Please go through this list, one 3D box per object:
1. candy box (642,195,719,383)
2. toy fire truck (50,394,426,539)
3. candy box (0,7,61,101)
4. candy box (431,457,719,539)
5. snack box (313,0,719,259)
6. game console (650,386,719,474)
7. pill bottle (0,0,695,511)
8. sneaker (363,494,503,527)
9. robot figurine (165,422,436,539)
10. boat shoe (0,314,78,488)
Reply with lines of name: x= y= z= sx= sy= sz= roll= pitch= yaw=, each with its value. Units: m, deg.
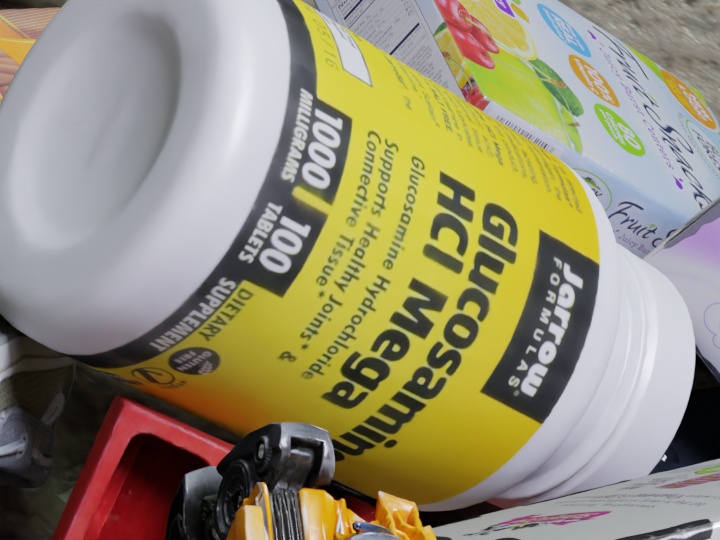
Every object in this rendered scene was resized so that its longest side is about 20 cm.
candy box: x=0.205 y=0.024 z=1.010 sx=0.168 sy=0.071 sz=0.200 roll=53 pitch=28 yaw=4
toy fire truck: x=0.010 y=0.095 z=0.777 sx=0.199 sy=0.049 sz=0.141 roll=24 pitch=-3 yaw=-7
candy box: x=-0.094 y=-0.038 z=0.954 sx=0.199 sy=0.056 sz=0.116 roll=-7 pitch=45 yaw=-45
candy box: x=0.118 y=0.075 z=0.682 sx=0.199 sy=0.062 sz=0.136 roll=-11 pitch=-1 yaw=-18
snack box: x=0.079 y=-0.053 z=1.069 sx=0.199 sy=0.053 sz=0.143 roll=28 pitch=27 yaw=-37
game console: x=0.159 y=0.114 z=0.955 sx=0.176 sy=0.031 sz=0.200 roll=-7 pitch=46 yaw=-44
pill bottle: x=0.000 y=0.000 z=0.768 sx=0.199 sy=0.113 sz=0.113 roll=27 pitch=25 yaw=-38
sneaker: x=-0.016 y=0.037 z=0.869 sx=0.200 sy=0.070 sz=0.076 roll=39 pitch=32 yaw=-15
robot figurine: x=-0.026 y=0.132 z=0.610 sx=0.058 sy=0.201 sz=0.145 roll=11 pitch=35 yaw=-26
boat shoe: x=-0.124 y=0.043 z=0.745 sx=0.074 sy=0.065 sz=0.202 roll=3 pitch=6 yaw=10
